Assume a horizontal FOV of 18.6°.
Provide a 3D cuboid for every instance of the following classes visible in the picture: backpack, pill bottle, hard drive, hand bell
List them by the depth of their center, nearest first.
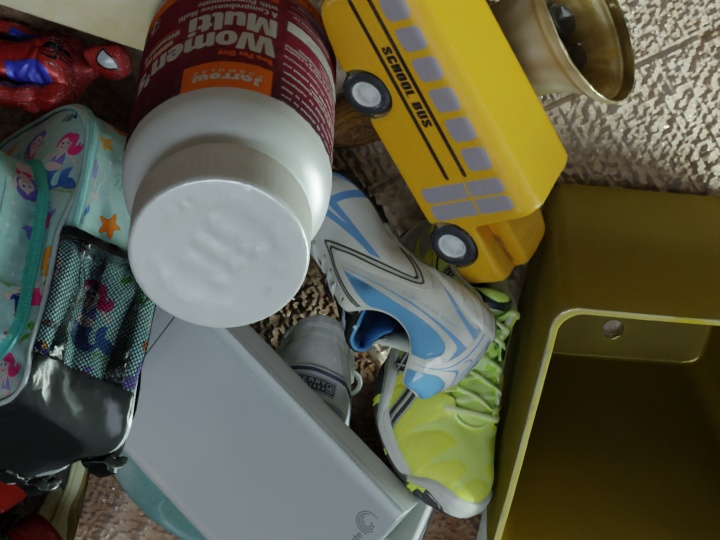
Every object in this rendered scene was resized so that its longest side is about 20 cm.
[{"bbox_3d":[-0.068,-0.067,1.155,0.109,0.201,0.110,0,126,1],"label":"pill bottle"},{"bbox_3d":[-0.189,0.005,1.257,0.150,0.201,0.177,32,149,-26],"label":"backpack"},{"bbox_3d":[0.050,-0.111,1.296,0.199,0.104,0.104,-22,123,29],"label":"hand bell"},{"bbox_3d":[-0.072,0.109,1.340,0.200,0.027,0.132,45,126,7],"label":"hard drive"}]

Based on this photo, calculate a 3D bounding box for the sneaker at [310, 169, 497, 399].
[{"bbox_3d":[0.000,0.000,1.303,0.072,0.200,0.072,-40,140,-7],"label":"sneaker"}]

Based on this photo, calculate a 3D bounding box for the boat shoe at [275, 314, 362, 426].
[{"bbox_3d":[-0.038,0.079,1.429,0.074,0.087,0.202,13,155,1],"label":"boat shoe"}]

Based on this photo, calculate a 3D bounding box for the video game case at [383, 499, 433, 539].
[{"bbox_3d":[0.016,0.203,1.440,0.024,0.200,0.183,23,125,5],"label":"video game case"}]

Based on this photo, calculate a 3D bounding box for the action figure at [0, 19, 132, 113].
[{"bbox_3d":[-0.233,-0.123,1.294,0.198,0.066,0.052,2,134,2],"label":"action figure"}]

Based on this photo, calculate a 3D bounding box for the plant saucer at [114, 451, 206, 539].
[{"bbox_3d":[-0.080,0.153,1.449,0.200,0.039,0.201,12,153,6],"label":"plant saucer"}]

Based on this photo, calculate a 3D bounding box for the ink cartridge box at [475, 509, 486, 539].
[{"bbox_3d":[0.184,0.190,1.505,0.198,0.068,0.118,8,125,-4],"label":"ink cartridge box"}]

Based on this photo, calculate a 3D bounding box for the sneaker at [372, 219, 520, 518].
[{"bbox_3d":[0.056,0.049,1.323,0.075,0.201,0.076,14,148,-31],"label":"sneaker"}]

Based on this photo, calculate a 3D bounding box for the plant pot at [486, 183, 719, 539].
[{"bbox_3d":[0.179,0.055,1.336,0.198,0.177,0.201,4,127,-10],"label":"plant pot"}]

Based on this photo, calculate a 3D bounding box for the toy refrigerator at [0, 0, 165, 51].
[{"bbox_3d":[-0.133,-0.172,1.251,0.199,0.076,0.070,18,124,-12],"label":"toy refrigerator"}]

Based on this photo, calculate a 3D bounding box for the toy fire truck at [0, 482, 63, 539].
[{"bbox_3d":[-0.276,0.171,1.443,0.112,0.168,0.201,-35,115,-18],"label":"toy fire truck"}]

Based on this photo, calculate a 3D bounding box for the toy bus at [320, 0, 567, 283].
[{"bbox_3d":[0.052,-0.089,1.223,0.078,0.065,0.201,-10,123,37],"label":"toy bus"}]

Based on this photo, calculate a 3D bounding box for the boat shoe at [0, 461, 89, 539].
[{"bbox_3d":[-0.212,0.121,1.463,0.066,0.072,0.202,7,130,-10],"label":"boat shoe"}]
